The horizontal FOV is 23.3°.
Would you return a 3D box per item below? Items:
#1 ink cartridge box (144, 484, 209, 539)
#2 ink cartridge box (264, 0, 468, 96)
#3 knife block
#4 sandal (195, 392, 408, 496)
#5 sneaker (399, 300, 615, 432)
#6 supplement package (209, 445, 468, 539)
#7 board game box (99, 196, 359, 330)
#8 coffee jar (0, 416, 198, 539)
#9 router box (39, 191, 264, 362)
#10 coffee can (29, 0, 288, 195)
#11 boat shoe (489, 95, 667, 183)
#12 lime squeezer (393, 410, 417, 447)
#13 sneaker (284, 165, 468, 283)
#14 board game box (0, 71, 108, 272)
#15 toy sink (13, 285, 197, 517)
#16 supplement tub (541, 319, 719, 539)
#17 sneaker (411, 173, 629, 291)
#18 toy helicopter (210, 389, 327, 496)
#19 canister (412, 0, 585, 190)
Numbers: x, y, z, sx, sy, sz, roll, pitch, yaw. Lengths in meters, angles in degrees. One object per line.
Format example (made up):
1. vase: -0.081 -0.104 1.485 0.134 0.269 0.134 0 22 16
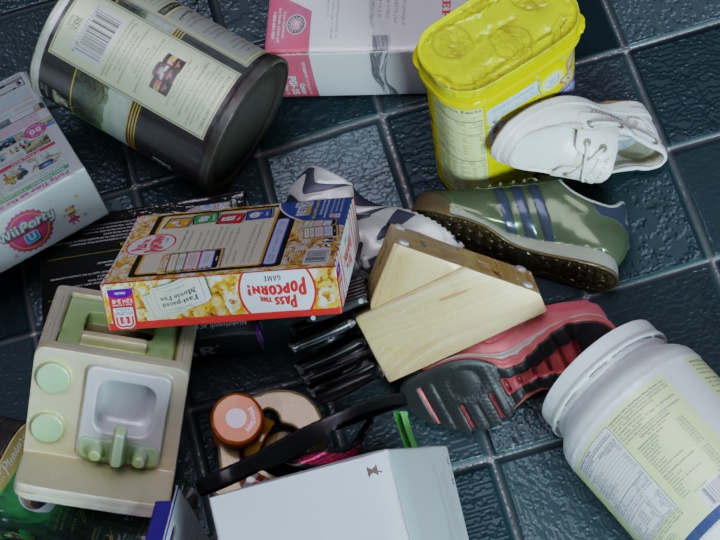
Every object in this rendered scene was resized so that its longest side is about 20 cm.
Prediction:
1. ink cartridge box: -0.150 0.251 1.408 0.037 0.200 0.095 8 62 10
2. ink cartridge box: 0.013 -0.251 1.722 0.200 0.083 0.147 0 62 7
3. knife block: 0.042 0.058 1.541 0.200 0.064 0.176 18 107 -7
4. sandal: -0.044 0.155 1.455 0.200 0.075 0.045 -24 81 -28
5. sneaker: 0.133 0.081 1.551 0.200 0.074 0.087 -19 21 10
6. supplement package: 0.001 0.244 1.350 0.147 0.200 0.192 -16 81 14
7. board game box: -0.108 -0.008 1.502 0.200 0.046 0.152 -4 24 9
8. coffee jar: -0.248 0.201 1.512 0.200 0.085 0.104 19 69 15
9. router box: -0.196 0.014 1.624 0.200 0.051 0.149 -8 63 3
10. coffee can: -0.189 -0.183 1.655 0.200 0.146 0.146 30 69 9
11. boat shoe: 0.207 -0.113 1.588 0.200 0.071 0.069 -9 53 -38
12. lime squeezer: 0.054 0.220 1.477 0.038 0.071 0.200 0 85 21
13. sneaker: 0.000 0.000 1.597 0.199 0.080 0.130 29 76 13
14. board game box: -0.344 -0.091 1.658 0.147 0.064 0.200 -29 41 -8
15. toy sink: -0.211 0.103 1.476 0.130 0.112 0.200 9 23 -4
16. supplement tub: 0.259 0.153 1.442 0.145 0.145 0.200 -35 63 -12
17. sneaker: 0.153 -0.052 1.611 0.200 0.067 0.090 18 65 9
18. toy helicopter: -0.064 0.202 1.510 0.132 0.079 0.200 1 73 -3
19. canister: 0.129 -0.160 1.593 0.148 0.200 0.087 -33 63 -11
